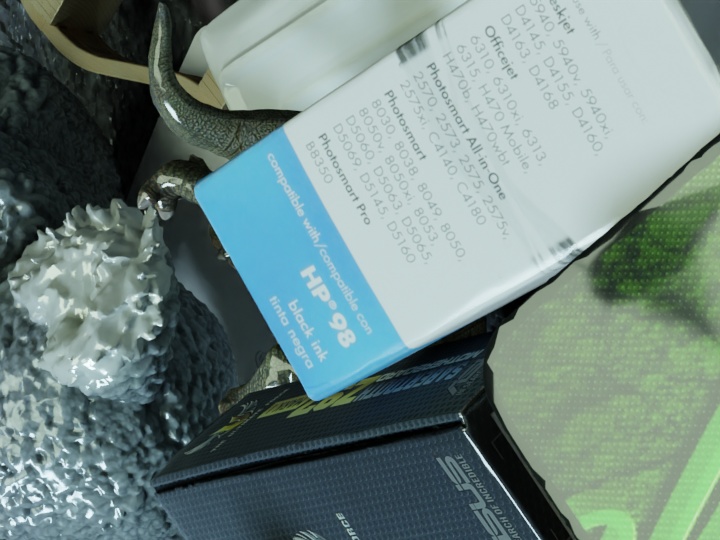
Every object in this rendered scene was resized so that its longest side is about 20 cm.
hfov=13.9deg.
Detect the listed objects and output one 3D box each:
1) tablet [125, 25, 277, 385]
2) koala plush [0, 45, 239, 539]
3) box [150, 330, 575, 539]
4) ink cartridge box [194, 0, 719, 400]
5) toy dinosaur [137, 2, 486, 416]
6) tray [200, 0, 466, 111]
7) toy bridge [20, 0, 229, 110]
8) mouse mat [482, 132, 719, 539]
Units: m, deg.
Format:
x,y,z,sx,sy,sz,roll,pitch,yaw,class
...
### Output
x,y,z,sx,sy,sz,roll,pitch,yaw,class
-0.025,0.029,0.983,0.200,0.014,0.130,55,138,31,tablet
-0.112,0.025,0.955,0.200,0.184,0.178,27,141,42,koala plush
0.049,0.114,0.800,0.158,0.051,0.200,-15,111,55,box
0.068,-0.047,0.717,0.200,0.116,0.067,-31,87,43,ink cartridge box
0.000,0.000,0.855,0.102,0.077,0.200,-5,116,29,toy dinosaur
0.022,-0.057,0.859,0.200,0.022,0.108,-28,89,50,tray
-0.089,-0.110,1.012,0.200,0.027,0.067,50,119,35,toy bridge
0.131,0.021,0.599,0.200,0.008,0.161,-43,67,23,mouse mat
